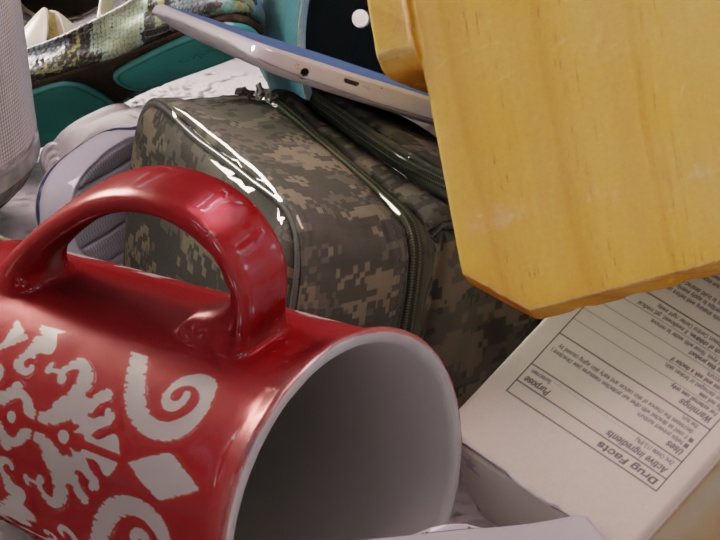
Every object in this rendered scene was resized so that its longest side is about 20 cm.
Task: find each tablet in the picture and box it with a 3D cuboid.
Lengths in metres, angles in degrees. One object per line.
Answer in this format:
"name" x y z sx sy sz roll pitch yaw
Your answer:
"tablet" -0.018 -0.094 1.222 0.130 0.014 0.200 16 5 -20

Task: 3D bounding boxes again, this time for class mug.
"mug" -0.074 0.042 1.010 0.200 0.178 0.133 17 11 38

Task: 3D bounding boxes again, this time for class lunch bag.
"lunch bag" 0.000 0.000 1.165 0.167 0.140 0.200 -2 21 -27

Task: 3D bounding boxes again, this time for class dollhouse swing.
"dollhouse swing" 0.122 -0.080 1.069 0.199 0.177 0.182 -15 -4 12

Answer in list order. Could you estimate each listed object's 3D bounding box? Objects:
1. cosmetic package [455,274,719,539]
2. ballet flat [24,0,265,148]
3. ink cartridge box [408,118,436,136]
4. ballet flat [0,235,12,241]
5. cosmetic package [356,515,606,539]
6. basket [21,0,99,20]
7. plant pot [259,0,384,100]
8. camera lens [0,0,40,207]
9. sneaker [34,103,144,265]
"cosmetic package" 0.139 0.036 1.040 0.200 0.071 0.105 -45 54 -15
"ballet flat" -0.144 -0.121 1.423 0.199 0.074 0.074 -20 18 15
"ink cartridge box" 0.126 -0.097 1.333 0.199 0.145 0.084 18 13 -23
"ballet flat" -0.201 0.008 1.206 0.199 0.071 0.071 11 23 16
"cosmetic package" 0.060 0.162 0.853 0.112 0.081 0.200 -3 22 -18
"basket" -0.266 -0.250 1.735 0.199 0.137 0.180 13 28 28
"plant pot" 0.028 -0.134 1.448 0.199 0.201 0.188 -4 9 -21
"camera lens" -0.250 -0.122 1.308 0.159 0.201 0.160 -3 27 2
"sneaker" -0.134 -0.043 1.345 0.071 0.073 0.200 1 11 16
